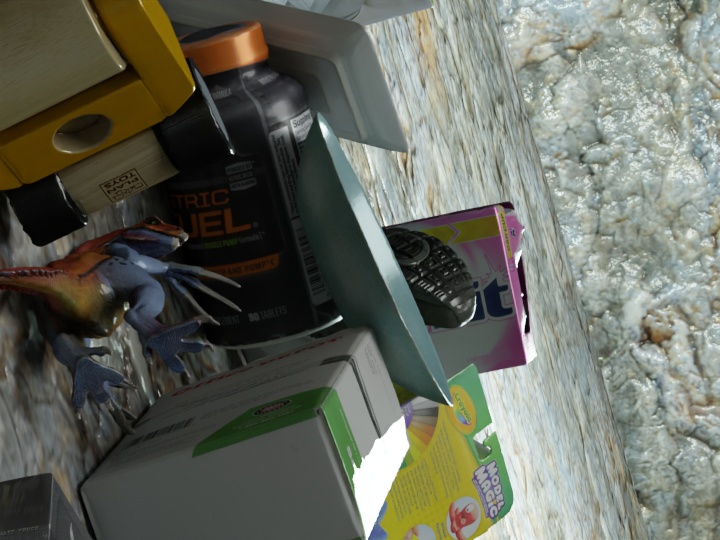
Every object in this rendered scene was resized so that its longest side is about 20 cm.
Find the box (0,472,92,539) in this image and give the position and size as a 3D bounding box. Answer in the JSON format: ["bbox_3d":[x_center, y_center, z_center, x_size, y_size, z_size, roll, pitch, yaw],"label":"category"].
[{"bbox_3d":[-0.137,0.219,1.332,0.200,0.048,0.159,66,15,-47],"label":"box"}]

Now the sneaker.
[{"bbox_3d":[-0.005,0.013,1.904,0.076,0.199,0.091,-18,119,-48],"label":"sneaker"}]

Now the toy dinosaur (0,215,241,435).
[{"bbox_3d":[-0.134,0.001,1.513,0.200,0.105,0.182,54,2,-36],"label":"toy dinosaur"}]

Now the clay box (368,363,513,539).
[{"bbox_3d":[0.002,0.147,1.788,0.047,0.199,0.116,15,-53,53],"label":"clay box"}]

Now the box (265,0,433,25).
[{"bbox_3d":[-0.062,-0.255,1.905,0.200,0.175,0.097,65,15,-51],"label":"box"}]

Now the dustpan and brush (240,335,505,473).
[{"bbox_3d":[0.013,0.104,1.890,0.200,0.057,0.140,32,-24,39],"label":"dustpan and brush"}]

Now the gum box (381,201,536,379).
[{"bbox_3d":[0.027,0.025,1.982,0.066,0.199,0.114,-25,104,-79],"label":"gum box"}]

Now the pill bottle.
[{"bbox_3d":[-0.075,-0.058,1.813,0.106,0.106,0.201,-60,137,-74],"label":"pill bottle"}]

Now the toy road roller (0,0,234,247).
[{"bbox_3d":[-0.160,-0.119,1.429,0.200,0.122,0.147,57,8,-63],"label":"toy road roller"}]

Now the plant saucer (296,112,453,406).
[{"bbox_3d":[0.000,0.000,1.731,0.201,0.038,0.202,-24,90,-86],"label":"plant saucer"}]

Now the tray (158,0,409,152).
[{"bbox_3d":[-0.060,-0.133,1.856,0.022,0.199,0.108,-45,133,-30],"label":"tray"}]

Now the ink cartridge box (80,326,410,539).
[{"bbox_3d":[-0.059,0.110,1.584,0.200,0.145,0.085,-51,122,-75],"label":"ink cartridge box"}]
